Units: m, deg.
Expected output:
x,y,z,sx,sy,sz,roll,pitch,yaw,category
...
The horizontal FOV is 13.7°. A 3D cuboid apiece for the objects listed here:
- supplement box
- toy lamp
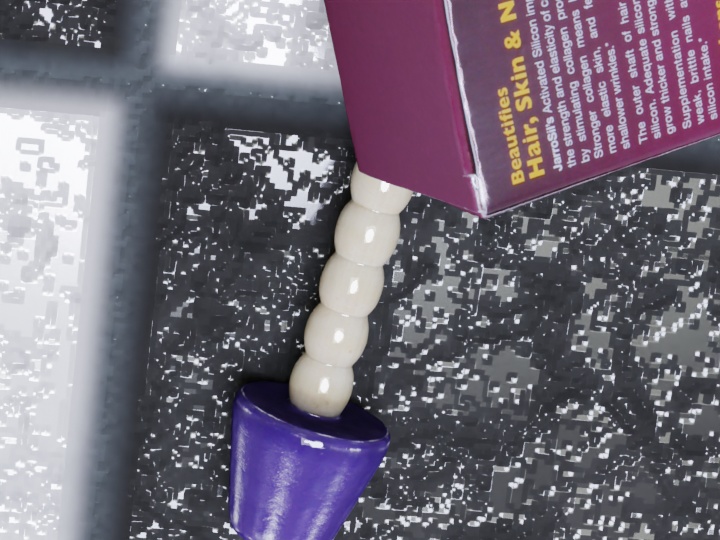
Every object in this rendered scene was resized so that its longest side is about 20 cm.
x,y,z,sx,sy,sz,roll,pitch,yaw,category
0.092,-0.103,0.945,0.199,0.086,0.111,-19,109,-23,supplement box
0.000,0.000,1.014,0.058,0.058,0.201,16,105,-11,toy lamp
